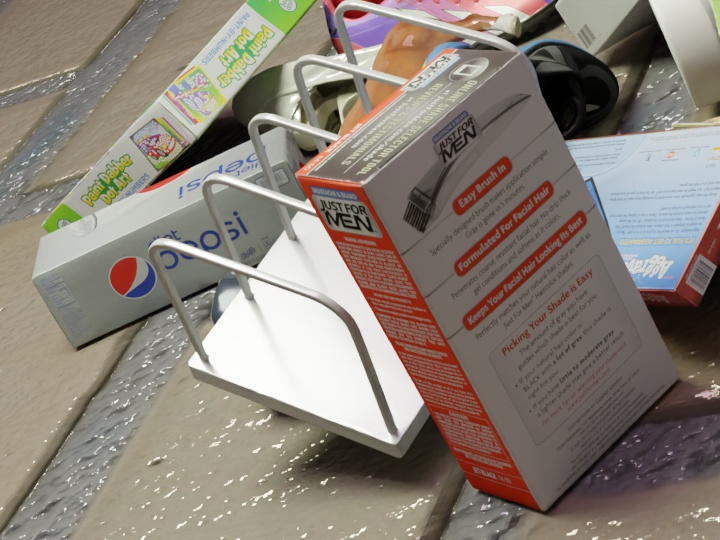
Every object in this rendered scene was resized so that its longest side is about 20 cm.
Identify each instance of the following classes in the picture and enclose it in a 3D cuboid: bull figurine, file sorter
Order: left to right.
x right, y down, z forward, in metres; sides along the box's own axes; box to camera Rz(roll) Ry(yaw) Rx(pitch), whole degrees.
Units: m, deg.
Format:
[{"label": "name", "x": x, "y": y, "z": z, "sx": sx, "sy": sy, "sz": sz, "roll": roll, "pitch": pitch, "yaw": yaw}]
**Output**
[{"label": "file sorter", "x": 0.002, "y": -0.031, "z": 1.084, "sx": 0.139, "sy": 0.125, "sz": 0.200, "roll": 19, "pitch": 59, "yaw": 28}, {"label": "bull figurine", "x": 0.039, "y": -0.102, "z": 1.359, "sx": 0.121, "sy": 0.065, "sz": 0.200, "roll": 0, "pitch": 49, "yaw": 21}]

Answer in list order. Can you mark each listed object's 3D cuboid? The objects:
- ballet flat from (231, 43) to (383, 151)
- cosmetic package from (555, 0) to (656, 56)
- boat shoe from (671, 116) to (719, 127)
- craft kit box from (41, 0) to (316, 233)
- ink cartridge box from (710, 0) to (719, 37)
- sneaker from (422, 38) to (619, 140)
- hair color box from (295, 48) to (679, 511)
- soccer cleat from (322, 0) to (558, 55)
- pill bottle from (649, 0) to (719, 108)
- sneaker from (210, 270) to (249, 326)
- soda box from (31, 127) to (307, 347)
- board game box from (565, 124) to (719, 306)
[{"label": "ballet flat", "x": -0.018, "y": -0.124, "z": 1.492, "sx": 0.200, "sy": 0.069, "sz": 0.069, "roll": -13, "pitch": 30, "yaw": 30}, {"label": "cosmetic package", "x": 0.199, "y": -0.213, "z": 1.311, "sx": 0.083, "sy": 0.051, "sz": 0.200, "roll": -28, "pitch": -9, "yaw": -21}, {"label": "boat shoe", "x": 0.219, "y": -0.051, "z": 1.095, "sx": 0.073, "sy": 0.063, "sz": 0.200, "roll": -31, "pitch": 24, "yaw": -2}, {"label": "craft kit box", "x": -0.137, "y": -0.122, "z": 1.538, "sx": 0.197, "sy": 0.049, "sz": 0.200, "roll": -36, "pitch": 14, "yaw": 45}, {"label": "ink cartridge box", "x": 0.250, "y": -0.213, "z": 1.125, "sx": 0.148, "sy": 0.076, "sz": 0.200, "roll": -17, "pitch": 60, "yaw": 15}, {"label": "sneaker", "x": 0.108, "y": -0.101, "z": 1.248, "sx": 0.083, "sy": 0.071, "sz": 0.200, "roll": 29, "pitch": 19, "yaw": 26}, {"label": "hair color box", "x": 0.066, "y": 0.004, "z": 0.988, "sx": 0.111, "sy": 0.200, "sz": 0.064, "roll": -41, "pitch": 28, "yaw": -24}, {"label": "soccer cleat", "x": 0.063, "y": -0.201, "z": 1.527, "sx": 0.200, "sy": 0.073, "sz": 0.068, "roll": -14, "pitch": 29, "yaw": 30}, {"label": "pill bottle", "x": 0.277, "y": -0.177, "z": 1.210, "sx": 0.200, "sy": 0.114, "sz": 0.114, "roll": -24, "pitch": 25, "yaw": 11}, {"label": "sneaker", "x": -0.001, "y": -0.001, "z": 1.215, "sx": 0.146, "sy": 0.077, "sz": 0.202, "roll": 1, "pitch": 39, "yaw": 43}, {"label": "soda box", "x": -0.126, "y": -0.025, "z": 1.407, "sx": 0.200, "sy": 0.063, "sz": 0.068, "roll": -24, "pitch": 25, "yaw": 10}, {"label": "board game box", "x": 0.141, "y": -0.029, "z": 1.104, "sx": 0.103, "sy": 0.019, "sz": 0.200, "roll": -61, "pitch": 23, "yaw": -13}]
